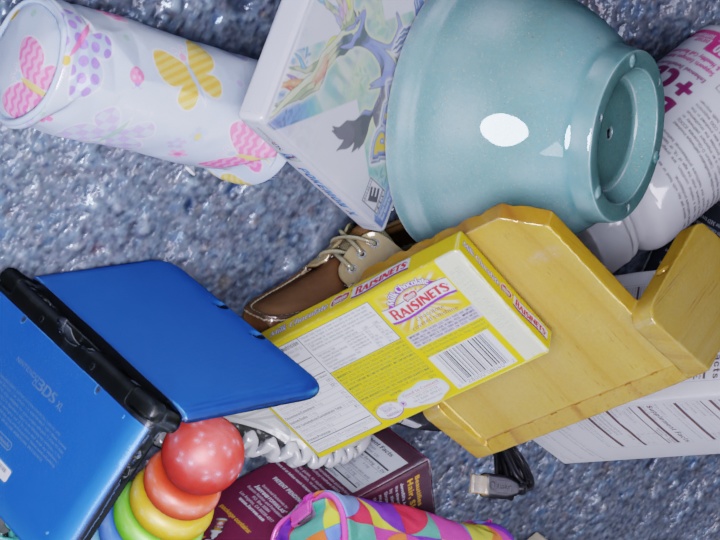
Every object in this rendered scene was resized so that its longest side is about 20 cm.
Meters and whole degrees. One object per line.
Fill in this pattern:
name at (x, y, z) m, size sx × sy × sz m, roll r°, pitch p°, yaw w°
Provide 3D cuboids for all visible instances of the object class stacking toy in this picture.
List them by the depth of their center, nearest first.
stacking toy at (-0.132, 0.161, 1.350) m, size 0.085 × 0.085 × 0.200 m, roll -4°, pitch 144°, yaw -37°

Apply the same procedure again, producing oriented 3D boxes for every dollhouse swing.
dollhouse swing at (0.125, 0.009, 1.388) m, size 0.176 × 0.200 × 0.182 m, roll 54°, pitch 38°, yaw -13°

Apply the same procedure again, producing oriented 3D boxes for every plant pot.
plant pot at (0.125, -0.102, 1.378) m, size 0.200 × 0.134 × 0.200 m, roll -27°, pitch 122°, yaw -53°

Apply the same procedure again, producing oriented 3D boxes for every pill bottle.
pill bottle at (0.226, -0.087, 1.528) m, size 0.200 × 0.113 × 0.113 m, roll -38°, pitch 132°, yaw -15°

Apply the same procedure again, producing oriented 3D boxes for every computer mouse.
computer mouse at (0.046, 0.112, 1.491) m, size 0.046 × 0.140 × 0.200 m, roll -41°, pitch 141°, yaw 22°

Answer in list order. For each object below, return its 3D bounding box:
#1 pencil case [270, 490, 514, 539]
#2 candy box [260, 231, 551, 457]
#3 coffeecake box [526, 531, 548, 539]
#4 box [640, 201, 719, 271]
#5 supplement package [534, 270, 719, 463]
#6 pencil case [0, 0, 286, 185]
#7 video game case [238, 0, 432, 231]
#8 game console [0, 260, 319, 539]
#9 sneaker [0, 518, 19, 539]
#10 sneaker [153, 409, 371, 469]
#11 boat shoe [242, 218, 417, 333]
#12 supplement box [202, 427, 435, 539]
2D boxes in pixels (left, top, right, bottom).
pencil case at (0.029, 0.208, 1.442) m, size 0.200 × 0.088 × 0.088 m, roll 17°, pitch 102°, yaw -44°
candy box at (0.017, 0.053, 1.335) m, size 0.200 × 0.026 × 0.102 m, roll -27°, pitch 117°, yaw 31°
coffeecake box at (0.157, 0.329, 1.646) m, size 0.153 × 0.200 × 0.073 m, roll -35°, pitch 131°, yaw -18°
box at (0.336, 0.030, 1.677) m, size 0.200 × 0.124 × 0.197 m, roll 12°, pitch 108°, yaw -42°
supplement package at (0.223, 0.074, 1.537) m, size 0.110 × 0.200 × 0.114 m, roll 37°, pitch 56°, yaw -44°
pencil case at (-0.134, -0.109, 1.253) m, size 0.200 × 0.091 × 0.083 m, roll 13°, pitch 66°, yaw -43°
video game case at (0.003, -0.150, 1.309) m, size 0.182 × 0.022 × 0.200 m, roll 40°, pitch 66°, yaw -56°
game console at (-0.155, 0.083, 1.261) m, size 0.118 × 0.200 × 0.171 m, roll 30°, pitch 94°, yaw -44°
sneaker at (-0.219, 0.151, 1.324) m, size 0.200 × 0.091 × 0.078 m, roll -51°, pitch 133°, yaw -4°
sneaker at (-0.067, 0.094, 1.431) m, size 0.200 × 0.075 × 0.081 m, roll 10°, pitch 99°, yaw -42°
boat shoe at (0.000, 0.000, 1.433) m, size 0.200 × 0.076 × 0.074 m, roll -20°, pitch 120°, yaw -39°
supplement box at (-0.045, 0.206, 1.496) m, size 0.200 × 0.086 × 0.110 m, roll -26°, pitch 127°, yaw -25°
